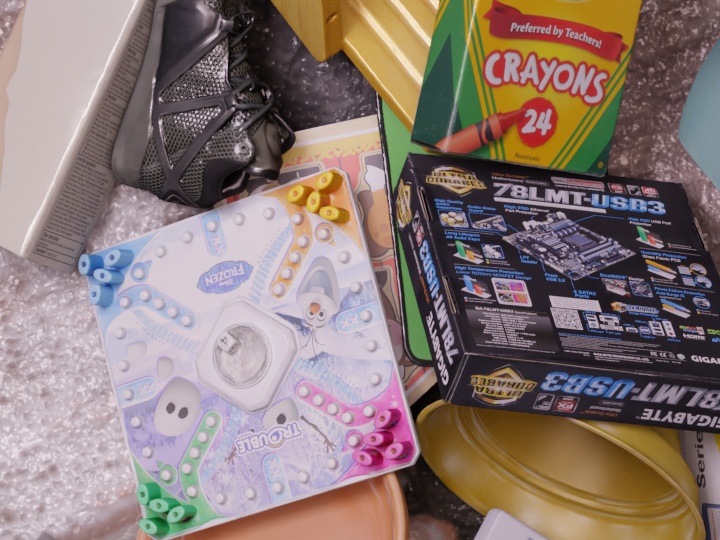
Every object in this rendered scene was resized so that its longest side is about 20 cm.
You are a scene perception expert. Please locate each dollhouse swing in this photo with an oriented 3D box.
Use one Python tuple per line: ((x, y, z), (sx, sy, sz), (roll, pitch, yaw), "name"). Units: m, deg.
((0.063, -0.207, 1.548), (0.200, 0.182, 0.176), (-37, 69, -15), "dollhouse swing")

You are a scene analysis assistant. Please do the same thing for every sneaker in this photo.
((-0.083, -0.130, 1.567), (0.114, 0.076, 0.201), (23, 107, 18), "sneaker")

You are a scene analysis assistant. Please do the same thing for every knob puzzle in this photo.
((0.000, 0.000, 1.608), (0.218, 0.030, 0.221), (0, 86, 0), "knob puzzle")

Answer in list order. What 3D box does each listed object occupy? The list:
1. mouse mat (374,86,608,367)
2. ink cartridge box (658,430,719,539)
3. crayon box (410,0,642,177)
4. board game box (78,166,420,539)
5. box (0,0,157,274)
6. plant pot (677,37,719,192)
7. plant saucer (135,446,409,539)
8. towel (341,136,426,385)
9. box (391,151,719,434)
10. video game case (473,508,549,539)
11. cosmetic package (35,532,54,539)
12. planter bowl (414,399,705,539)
((0.094, -0.040, 1.609), (0.160, 0.008, 0.201), (-4, 81, -18), "mouse mat")
((0.273, 0.136, 1.537), (0.087, 0.200, 0.146), (-2, 89, -22), "ink cartridge box")
((0.113, -0.167, 1.537), (0.126, 0.051, 0.201), (6, 99, -29), "crayon box")
((-0.078, 0.055, 1.581), (0.199, 0.026, 0.201), (-18, 79, 19), "board game box")
((-0.194, -0.107, 1.593), (0.077, 0.095, 0.201), (24, 88, 16), "box")
((0.302, -0.095, 1.555), (0.161, 0.201, 0.201), (-43, 90, 13), "plant pot")
((-0.055, 0.187, 1.582), (0.199, 0.037, 0.201), (-12, 61, 22), "plant saucer")
((0.026, -0.009, 1.634), (0.200, 0.023, 0.144), (-39, 88, -2), "towel")
((0.132, 0.011, 1.526), (0.199, 0.199, 0.050), (6, 128, -18), "box")
((0.124, 0.284, 1.586), (0.199, 0.022, 0.183), (33, 77, -16), "video game case")
((-0.217, 0.242, 1.542), (0.085, 0.200, 0.108), (43, 89, 0), "cosmetic package")
((0.142, 0.106, 1.570), (0.200, 0.201, 0.084), (27, 64, 0), "planter bowl")
